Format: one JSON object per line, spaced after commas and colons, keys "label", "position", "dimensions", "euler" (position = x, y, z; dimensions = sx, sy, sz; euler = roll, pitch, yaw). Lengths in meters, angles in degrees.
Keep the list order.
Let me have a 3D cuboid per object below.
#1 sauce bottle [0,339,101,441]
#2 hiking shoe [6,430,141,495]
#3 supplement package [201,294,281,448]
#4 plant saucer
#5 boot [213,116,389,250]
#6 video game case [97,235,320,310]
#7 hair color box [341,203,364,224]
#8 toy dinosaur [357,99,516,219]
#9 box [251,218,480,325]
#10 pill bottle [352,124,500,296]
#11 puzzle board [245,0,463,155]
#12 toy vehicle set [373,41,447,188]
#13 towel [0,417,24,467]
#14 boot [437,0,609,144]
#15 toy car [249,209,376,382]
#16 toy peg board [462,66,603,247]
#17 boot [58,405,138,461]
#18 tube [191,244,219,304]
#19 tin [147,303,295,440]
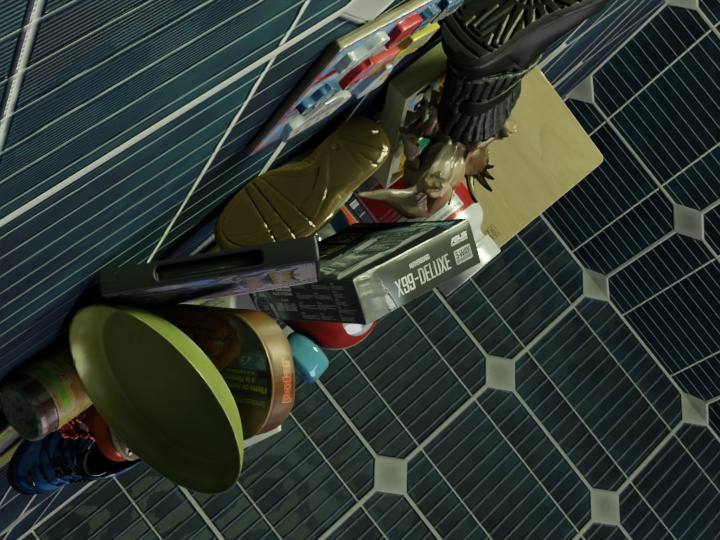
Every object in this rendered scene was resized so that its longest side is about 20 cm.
{"label": "sauce bottle", "position": [-0.248, 0.083, 1.200], "dimensions": [0.200, 0.065, 0.065], "euler": [-40, 178, -41]}
{"label": "hiking shoe", "position": [-0.295, 0.189, 1.336], "dimensions": [0.198, 0.075, 0.087], "euler": [-25, -168, 11]}
{"label": "supplement package", "position": [-0.158, 0.104, 1.325], "dimensions": [0.118, 0.122, 0.200], "euler": [-25, -162, 5]}
{"label": "plant saucer", "position": [-0.170, 0.105, 1.090], "dimensions": [0.031, 0.200, 0.200], "euler": [-43, 180, -36]}
{"label": "boot", "position": [-0.070, -0.060, 1.240], "dimensions": [0.199, 0.072, 0.155], "euler": [-39, 180, -23]}
{"label": "video game case", "position": [-0.124, 0.005, 1.109], "dimensions": [0.178, 0.026, 0.200], "euler": [-9, 175, -2]}
{"label": "hair color box", "position": [-0.089, -0.016, 1.717], "dimensions": [0.200, 0.064, 0.111], "euler": [-41, 178, 6]}
{"label": "toy dinosaur", "position": [0.083, -0.101, 1.324], "dimensions": [0.200, 0.086, 0.136], "euler": [-42, 163, -24]}
{"label": "box", "position": [0.000, 0.000, 1.292], "dimensions": [0.157, 0.050, 0.199], "euler": [-27, -165, -32]}
{"label": "pill bottle", "position": [0.071, -0.074, 1.480], "dimensions": [0.112, 0.201, 0.112], "euler": [-38, 178, -2]}
{"label": "puzzle board", "position": [0.005, -0.169, 1.037], "dimensions": [0.199, 0.017, 0.151], "euler": [-36, 175, -44]}
{"label": "toy vehicle set", "position": [0.073, -0.174, 1.340], "dimensions": [0.124, 0.027, 0.200], "euler": [-39, 166, -18]}
{"label": "towel", "position": [-0.381, 0.179, 1.368], "dimensions": [0.143, 0.023, 0.200], "euler": [-39, 177, 6]}
{"label": "boot", "position": [0.160, -0.222, 1.217], "dimensions": [0.209, 0.080, 0.158], "euler": [-29, 155, -8]}
{"label": "toy car", "position": [-0.056, -0.003, 1.464], "dimensions": [0.185, 0.176, 0.200], "euler": [-49, 167, -15]}
{"label": "toy peg board", "position": [0.175, -0.165, 1.663], "dimensions": [0.198, 0.201, 0.098], "euler": [-39, -168, 3]}
{"label": "boot", "position": [-0.268, 0.146, 1.268], "dimensions": [0.106, 0.076, 0.200], "euler": [-28, -155, -4]}
{"label": "tube", "position": [-0.165, 0.009, 1.323], "dimensions": [0.199, 0.052, 0.058], "euler": [-36, 146, -9]}
{"label": "tin", "position": [-0.133, 0.089, 1.130], "dimensions": [0.198, 0.114, 0.042], "euler": [4, -175, 44]}
